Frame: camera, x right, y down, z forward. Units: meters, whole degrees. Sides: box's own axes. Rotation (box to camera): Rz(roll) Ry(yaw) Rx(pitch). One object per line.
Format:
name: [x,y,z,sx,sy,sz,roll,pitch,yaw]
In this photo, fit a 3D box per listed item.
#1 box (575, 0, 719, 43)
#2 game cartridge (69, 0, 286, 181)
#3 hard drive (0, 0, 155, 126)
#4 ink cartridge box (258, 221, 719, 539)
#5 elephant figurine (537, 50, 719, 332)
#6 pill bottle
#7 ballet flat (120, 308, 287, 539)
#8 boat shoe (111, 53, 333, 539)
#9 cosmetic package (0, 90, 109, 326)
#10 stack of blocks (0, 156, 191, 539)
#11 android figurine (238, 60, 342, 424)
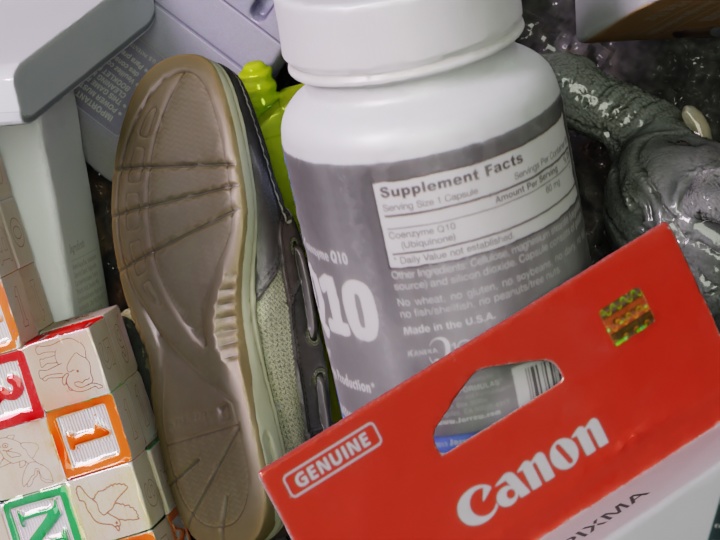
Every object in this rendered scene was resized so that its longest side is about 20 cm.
box: [0.198,-0.158,1.233,0.200,0.152,0.107,-3,87,-7]
game cartridge: [-0.127,-0.127,1.296,0.200,0.038,0.130,38,124,4]
hard drive: [-0.202,-0.087,1.249,0.200,0.132,0.027,-3,112,23]
ink cartridge box: [0.085,0.104,1.146,0.200,0.044,0.174,-31,106,-16]
elephant figurine: [0.159,-0.003,1.232,0.200,0.155,0.142,19,83,-15]
pill bottle: [0.031,-0.026,1.190,0.114,0.114,0.200,-11,109,2]
ballet flat: [-0.053,0.100,1.282,0.057,0.066,0.200,-33,109,-22]
boat shoe: [-0.051,0.013,1.221,0.072,0.066,0.201,-13,83,37]
cosmetic package: [-0.161,0.022,1.280,0.101,0.074,0.200,-7,95,8]
stack of blocks: [-0.152,0.048,1.216,0.115,0.059,0.200,-17,94,9]
android figurine: [0.000,0.000,1.277,0.182,0.041,0.200,-15,107,3]
